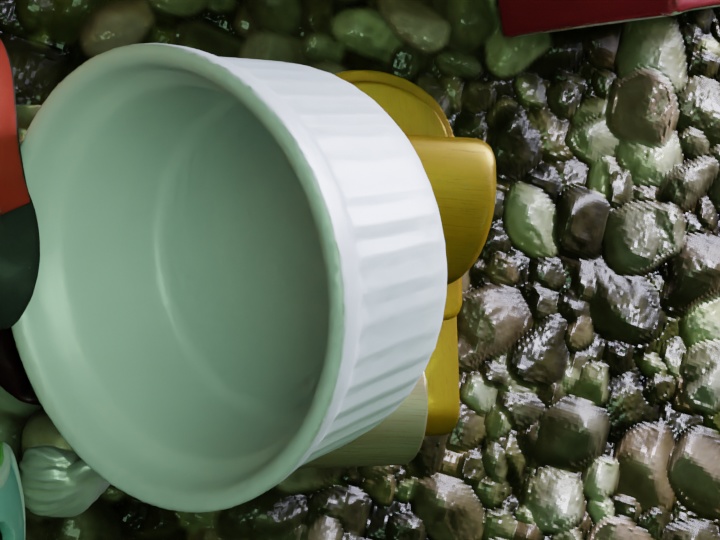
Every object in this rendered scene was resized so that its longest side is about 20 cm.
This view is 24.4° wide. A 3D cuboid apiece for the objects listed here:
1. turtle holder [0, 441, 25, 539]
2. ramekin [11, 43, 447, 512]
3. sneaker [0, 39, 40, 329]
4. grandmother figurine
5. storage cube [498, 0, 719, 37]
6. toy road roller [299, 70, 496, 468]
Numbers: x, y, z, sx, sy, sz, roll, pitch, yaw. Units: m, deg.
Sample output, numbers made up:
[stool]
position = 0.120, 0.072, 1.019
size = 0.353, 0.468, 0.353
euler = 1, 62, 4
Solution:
[turtle holder]
position = -0.208, 0.104, 0.748
size = 0.141, 0.132, 0.186
euler = 31, 76, -17
[ramekin]
position = -0.058, -0.001, 0.739
size = 0.098, 0.200, 0.201
euler = -13, 91, -51
[sneaker]
position = -0.212, -0.062, 0.734
size = 0.108, 0.067, 0.201
euler = 12, 39, -34
[grandmother figurine]
position = -0.146, 0.022, 0.822
size = 0.121, 0.061, 0.200
euler = 1, 89, -31
[storage cube]
position = 0.177, -0.231, 0.901
size = 0.171, 0.200, 0.180
euler = -12, 97, -23
[toy road roller]
position = 0.000, 0.000, 0.834
size = 0.123, 0.146, 0.200
euler = 0, 86, -22
